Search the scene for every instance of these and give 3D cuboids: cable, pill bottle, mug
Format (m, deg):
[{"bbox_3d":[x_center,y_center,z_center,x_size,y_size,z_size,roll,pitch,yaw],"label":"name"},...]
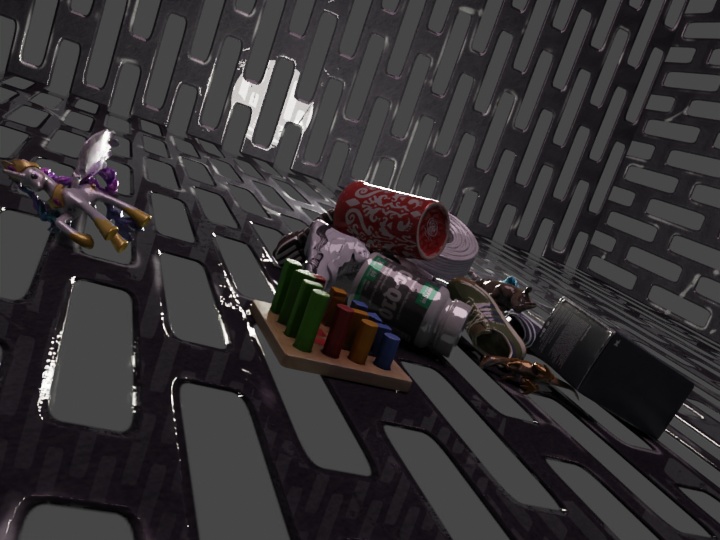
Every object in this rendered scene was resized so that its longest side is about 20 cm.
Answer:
[{"bbox_3d":[0.163,-0.066,1.597,0.196,0.070,0.202,6,42,-32],"label":"cable"},{"bbox_3d":[0.085,0.061,1.251,0.197,0.115,0.113,26,12,12],"label":"pill bottle"},{"bbox_3d":[0.076,-0.091,1.403,0.197,0.137,0.176,14,6,41],"label":"mug"}]

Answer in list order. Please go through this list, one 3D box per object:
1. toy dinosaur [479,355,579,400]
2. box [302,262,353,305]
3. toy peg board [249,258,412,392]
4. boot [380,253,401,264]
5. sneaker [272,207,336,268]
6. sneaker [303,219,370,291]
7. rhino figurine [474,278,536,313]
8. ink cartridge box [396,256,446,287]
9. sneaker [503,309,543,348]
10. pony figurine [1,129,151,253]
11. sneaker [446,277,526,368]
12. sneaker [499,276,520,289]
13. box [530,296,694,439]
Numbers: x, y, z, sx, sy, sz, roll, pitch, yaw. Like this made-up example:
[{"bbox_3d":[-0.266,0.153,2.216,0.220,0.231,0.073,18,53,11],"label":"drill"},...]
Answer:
[{"bbox_3d":[0.306,0.179,1.254,0.196,0.062,0.106,22,9,1],"label":"toy dinosaur"},{"bbox_3d":[-0.023,0.039,1.335,0.196,0.042,0.039,18,-25,-15],"label":"box"},{"bbox_3d":[-0.034,0.070,1.042,0.196,0.100,0.200,15,13,-26],"label":"toy peg board"},{"bbox_3d":[0.000,0.000,1.449,0.172,0.070,0.201,26,-18,23],"label":"boot"},{"bbox_3d":[-0.098,-0.075,1.487,0.197,0.077,0.115,-28,18,-17],"label":"sneaker"},{"bbox_3d":[-0.044,-0.002,1.268,0.113,0.076,0.202,17,42,-12],"label":"sneaker"},{"bbox_3d":[0.297,0.057,1.531,0.086,0.061,0.199,-25,19,-27],"label":"rhino figurine"},{"bbox_3d":[0.171,0.057,1.493,0.199,0.041,0.200,37,1,-37],"label":"ink cartridge box"},{"bbox_3d":[0.309,0.107,1.584,0.107,0.071,0.199,12,17,-47],"label":"sneaker"},{"bbox_3d":[-0.429,-0.117,1.131,0.199,0.168,0.193,37,20,3],"label":"pony figurine"},{"bbox_3d":[0.225,0.099,1.351,0.201,0.067,0.089,49,28,10],"label":"sneaker"},{"bbox_3d":[0.412,0.061,1.962,0.073,0.083,0.199,26,12,26],"label":"sneaker"},{"bbox_3d":[0.444,0.169,1.305,0.198,0.125,0.197,30,6,-17],"label":"box"}]
